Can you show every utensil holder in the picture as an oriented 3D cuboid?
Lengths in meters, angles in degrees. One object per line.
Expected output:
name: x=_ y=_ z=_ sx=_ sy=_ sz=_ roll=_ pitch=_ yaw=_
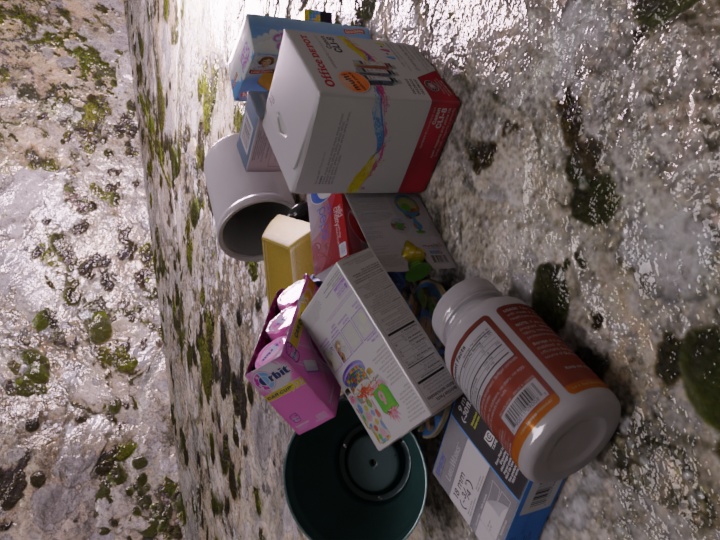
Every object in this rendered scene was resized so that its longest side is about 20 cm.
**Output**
utensil holder: x=-0.221 y=-0.150 z=1.307 sx=0.203 sy=0.166 sz=0.171 roll=67 pitch=148 yaw=34

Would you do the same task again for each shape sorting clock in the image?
shape sorting clock: x=0.083 y=0.114 z=0.852 sx=0.200 sy=0.038 sz=0.205 roll=-178 pitch=90 yaw=-73

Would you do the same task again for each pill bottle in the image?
pill bottle: x=0.155 y=0.100 z=0.659 sx=0.201 sy=0.110 sz=0.114 roll=55 pitch=140 yaw=46

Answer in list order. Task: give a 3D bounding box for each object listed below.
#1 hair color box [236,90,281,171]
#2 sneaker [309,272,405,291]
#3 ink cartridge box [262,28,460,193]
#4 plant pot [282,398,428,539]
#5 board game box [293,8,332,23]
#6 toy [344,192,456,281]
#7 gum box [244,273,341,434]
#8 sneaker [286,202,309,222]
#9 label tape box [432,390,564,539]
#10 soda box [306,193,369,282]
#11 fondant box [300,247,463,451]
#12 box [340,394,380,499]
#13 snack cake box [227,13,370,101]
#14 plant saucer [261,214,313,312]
hair color box: x=-0.076 y=-0.205 z=0.973 sx=0.061 sy=0.196 sz=0.100 roll=65 pitch=146 yaw=32
sneaker: x=0.000 y=0.000 z=0.950 sx=0.197 sy=0.070 sz=0.079 roll=-13 pitch=41 yaw=42
ink cartridge box: x=-0.007 y=-0.199 z=0.837 sx=0.147 sy=0.196 sz=0.146 roll=62 pitch=145 yaw=37
plant pot: x=0.007 y=0.277 z=0.911 sx=0.134 sy=0.196 sz=0.205 roll=23 pitch=-123 yaw=-74
board game box: x=-0.110 y=-0.351 z=1.176 sx=0.199 sy=0.056 sz=0.170 roll=4 pitch=95 yaw=63
toy: x=0.035 y=-0.065 z=0.864 sx=0.202 sy=0.113 sz=0.048 roll=63 pitch=143 yaw=36
gum box: x=-0.077 y=0.105 z=0.896 sx=0.065 sy=0.114 sz=0.201 roll=-29 pitch=23 yaw=22
sneaker: x=-0.085 y=-0.014 z=1.175 sx=0.116 sy=0.074 sz=0.203 roll=48 pitch=144 yaw=40
label tape box: x=0.139 y=0.201 z=0.755 sx=0.200 sy=0.062 sz=0.147 roll=50 pitch=135 yaw=49
soda box: x=-0.028 y=-0.073 z=0.905 sx=0.063 sy=0.070 sz=0.203 roll=-29 pitch=51 yaw=28
fondant box: x=0.018 y=0.098 z=0.788 sx=0.202 sy=0.058 sz=0.145 roll=58 pitch=145 yaw=14
box: x=-0.015 y=0.331 z=1.095 sx=0.162 sy=0.048 sz=0.203 roll=59 pitch=143 yaw=39
snack cake box: x=-0.089 y=-0.312 z=0.982 sx=0.115 sy=0.196 sz=0.069 roll=-37 pitch=62 yaw=58
plant saucer: x=-0.116 y=0.018 z=1.095 sx=0.199 sy=0.048 sz=0.205 roll=19 pitch=116 yaw=61
